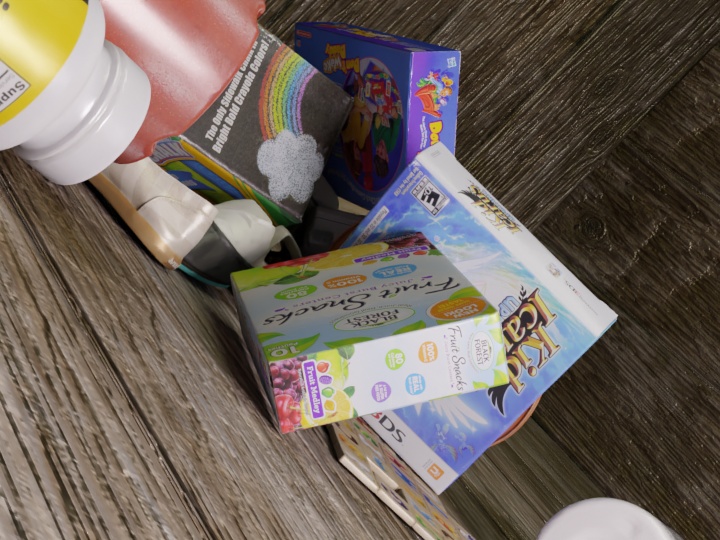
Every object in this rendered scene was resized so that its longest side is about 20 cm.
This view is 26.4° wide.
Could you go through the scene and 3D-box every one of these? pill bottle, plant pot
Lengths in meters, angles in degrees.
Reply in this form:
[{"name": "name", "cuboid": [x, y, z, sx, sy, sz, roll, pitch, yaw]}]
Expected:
[{"name": "pill bottle", "cuboid": [0.204, 0.242, 1.182, 0.113, 0.113, 0.200, 46, 4, 24]}, {"name": "pill bottle", "cuboid": [-0.204, -0.132, 0.798, 0.200, 0.111, 0.111, 43, 3, -41]}, {"name": "plant pot", "cuboid": [-0.177, -0.182, 0.953, 0.195, 0.201, 0.201, 42, 4, -28]}]

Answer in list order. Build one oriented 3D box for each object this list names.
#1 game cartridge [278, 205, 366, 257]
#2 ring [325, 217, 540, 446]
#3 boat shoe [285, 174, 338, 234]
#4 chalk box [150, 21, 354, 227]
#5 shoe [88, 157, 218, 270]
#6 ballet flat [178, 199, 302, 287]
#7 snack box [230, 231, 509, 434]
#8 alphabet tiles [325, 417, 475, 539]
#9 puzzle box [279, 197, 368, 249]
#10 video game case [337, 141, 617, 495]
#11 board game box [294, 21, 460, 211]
[{"name": "game cartridge", "cuboid": [0.000, 0.000, 1.305, 0.133, 0.041, 0.200, 17, -20, -11]}, {"name": "ring", "cuboid": [0.052, 0.047, 1.172, 0.200, 0.201, 0.019, 45, 34, 8]}, {"name": "boat shoe", "cuboid": [-0.080, -0.051, 1.327, 0.072, 0.062, 0.200, 53, -20, -11]}, {"name": "chalk box", "cuboid": [-0.130, -0.131, 1.197, 0.200, 0.125, 0.124, 36, -25, -28]}, {"name": "shoe", "cuboid": [-0.177, -0.085, 1.071, 0.200, 0.053, 0.070, 45, 3, 16]}, {"name": "ballet flat", "cuboid": [-0.091, -0.017, 1.165, 0.068, 0.068, 0.200, 48, 4, 24]}, {"name": "snack box", "cuboid": [-0.001, 0.034, 0.985, 0.200, 0.142, 0.053, -125, -157, -71]}, {"name": "alphabet tiles", "cuboid": [0.033, 0.154, 1.084, 0.167, 0.008, 0.200, 44, 3, -14]}, {"name": "puzzle box", "cuboid": [0.007, -0.011, 1.412, 0.200, 0.025, 0.133, 26, -26, 22]}, {"name": "video game case", "cuboid": [0.057, 0.039, 1.128, 0.181, 0.200, 0.045, 44, 35, 6]}, {"name": "board game box", "cuboid": [0.007, -0.124, 1.250, 0.045, 0.135, 0.200, -5, 17, -28]}]
